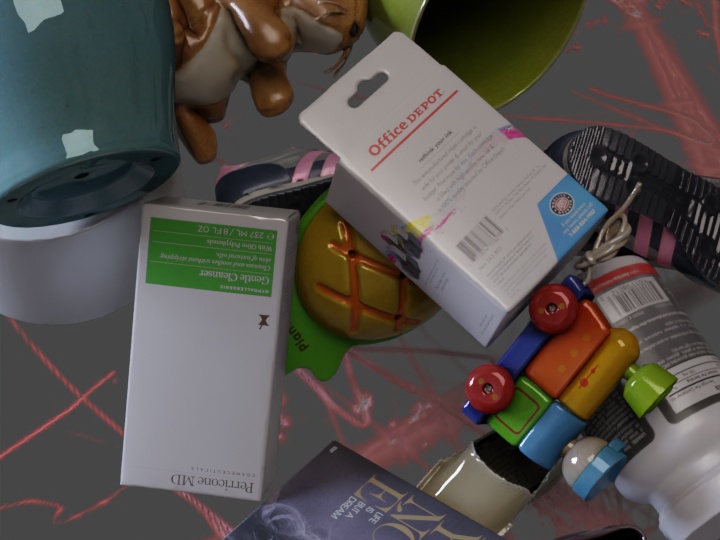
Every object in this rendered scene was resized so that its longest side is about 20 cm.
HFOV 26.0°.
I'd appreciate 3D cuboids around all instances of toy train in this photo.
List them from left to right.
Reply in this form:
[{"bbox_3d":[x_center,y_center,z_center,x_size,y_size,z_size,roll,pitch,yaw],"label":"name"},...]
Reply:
[{"bbox_3d":[0.172,0.052,1.074,0.116,0.085,0.200,40,98,16],"label":"toy train"}]

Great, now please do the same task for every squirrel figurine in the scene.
[{"bbox_3d":[-0.096,-0.212,1.266,0.186,0.142,0.200,-28,43,-11],"label":"squirrel figurine"}]

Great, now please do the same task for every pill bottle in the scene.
[{"bbox_3d":[0.216,0.099,1.148,0.115,0.116,0.200,-24,65,-17],"label":"pill bottle"}]

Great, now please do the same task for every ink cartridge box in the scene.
[{"bbox_3d":[0.058,-0.060,1.101,0.200,0.068,0.115,43,66,10],"label":"ink cartridge box"}]

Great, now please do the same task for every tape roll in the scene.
[{"bbox_3d":[-0.237,-0.077,1.197,0.202,0.139,0.204,1,62,-1],"label":"tape roll"}]

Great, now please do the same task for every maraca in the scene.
[{"bbox_3d":[0.000,0.000,1.178,0.200,0.137,0.107,-38,23,-1],"label":"maraca"}]

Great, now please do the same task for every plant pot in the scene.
[{"bbox_3d":[-0.210,-0.138,1.052,0.199,0.200,0.189,-17,78,-13],"label":"plant pot"},{"bbox_3d":[0.059,-0.259,1.322,0.187,0.188,0.200,-29,51,-19],"label":"plant pot"}]

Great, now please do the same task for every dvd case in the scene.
[{"bbox_3d":[0.010,0.202,1.038,0.200,0.016,0.149,27,48,31],"label":"dvd case"}]

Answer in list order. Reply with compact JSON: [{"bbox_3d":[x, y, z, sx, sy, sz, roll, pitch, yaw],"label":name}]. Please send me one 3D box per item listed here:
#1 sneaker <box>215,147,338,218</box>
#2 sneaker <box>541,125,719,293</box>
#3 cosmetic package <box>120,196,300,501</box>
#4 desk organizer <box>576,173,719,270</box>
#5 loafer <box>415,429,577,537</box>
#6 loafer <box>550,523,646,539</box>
[{"bbox_3d":[-0.020,-0.077,1.252,0.199,0.070,0.082,-10,41,-18],"label":"sneaker"},{"bbox_3d":[0.217,-0.043,1.172,0.200,0.082,0.070,34,71,-19],"label":"sneaker"},{"bbox_3d":[-0.105,0.053,1.110,0.107,0.085,0.201,5,96,3],"label":"cosmetic package"},{"bbox_3d":[0.191,-0.045,1.238,0.199,0.077,0.072,8,86,0],"label":"desk organizer"},{"bbox_3d":[0.081,0.161,1.128,0.076,0.068,0.200,41,65,19],"label":"loafer"},{"bbox_3d":[0.117,0.217,1.066,0.199,0.063,0.072,-17,68,-39],"label":"loafer"}]
